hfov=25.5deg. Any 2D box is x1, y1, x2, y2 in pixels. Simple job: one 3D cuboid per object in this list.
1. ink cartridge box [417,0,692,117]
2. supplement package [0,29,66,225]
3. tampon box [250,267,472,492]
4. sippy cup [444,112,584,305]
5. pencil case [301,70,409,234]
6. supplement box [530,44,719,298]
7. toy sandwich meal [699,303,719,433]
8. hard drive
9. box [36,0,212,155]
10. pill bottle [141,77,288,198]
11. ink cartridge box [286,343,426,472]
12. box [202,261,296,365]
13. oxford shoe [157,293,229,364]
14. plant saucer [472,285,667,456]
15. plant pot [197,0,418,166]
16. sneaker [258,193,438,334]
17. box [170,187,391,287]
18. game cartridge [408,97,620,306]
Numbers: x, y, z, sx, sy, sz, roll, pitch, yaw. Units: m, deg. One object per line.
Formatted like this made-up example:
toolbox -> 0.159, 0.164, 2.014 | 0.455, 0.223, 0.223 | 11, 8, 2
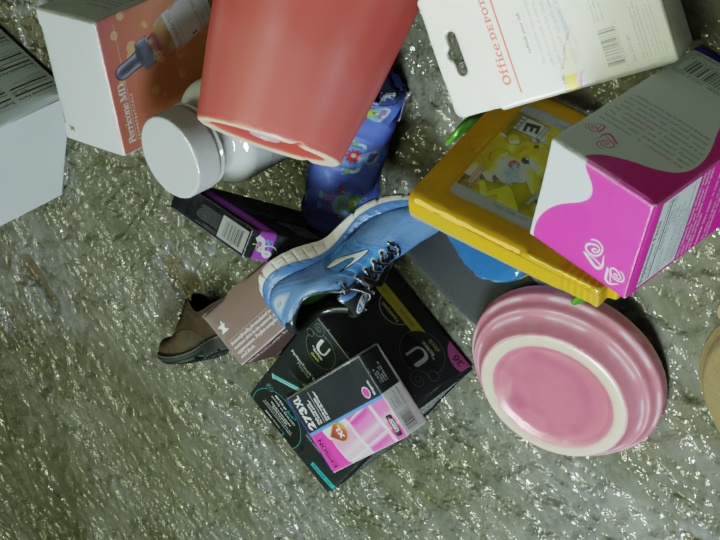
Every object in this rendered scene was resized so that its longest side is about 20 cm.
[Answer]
ink cartridge box -> 0.160, -0.209, 1.321 | 0.199, 0.068, 0.117 | -13, 106, 26
supplement package -> -0.506, -0.196, 2.108 | 0.200, 0.147, 0.192 | 42, 141, 21
tampon box -> -0.001, 0.122, 1.758 | 0.150, 0.126, 0.200 | 51, 142, 9
sippy cup -> 0.152, -0.056, 1.449 | 0.177, 0.130, 0.140 | 27, 134, 35
pencil case -> -0.007, -0.128, 1.631 | 0.078, 0.086, 0.201 | -95, 14, -44
supplement box -> 0.240, -0.082, 1.266 | 0.101, 0.200, 0.104 | 37, 139, 27
toy sandwich meal -> 0.376, 0.097, 1.353 | 0.205, 0.070, 0.206 | 28, 137, 30
hard drive -> 0.127, -0.005, 1.587 | 0.200, 0.042, 0.135 | 44, 141, 20
box -> -0.223, -0.236, 1.703 | 0.106, 0.200, 0.153 | 19, 129, 41
pill bottle -> -0.122, -0.155, 1.642 | 0.114, 0.200, 0.115 | 29, 135, 34
ink cartridge box -> -0.016, 0.151, 1.663 | 0.095, 0.037, 0.200 | 57, 145, 1
box -> -0.084, 0.039, 1.726 | 0.100, 0.200, 0.075 | -41, 81, 12
oxford shoe -> -0.201, 0.072, 2.021 | 0.200, 0.072, 0.085 | -21, 82, 52
plant saucer -> 0.195, 0.108, 1.537 | 0.200, 0.051, 0.201 | 19, 135, 20
plant pot -> -0.060, -0.202, 1.476 | 0.200, 0.200, 0.178 | 17, 88, 42
sneaker -> 0.000, 0.000, 1.565 | 0.079, 0.199, 0.089 | 44, -162, -55
box -> -0.082, -0.037, 1.669 | 0.143, 0.199, 0.036 | 33, 105, 45
game cartridge -> 0.170, -0.069, 1.359 | 0.199, 0.176, 0.033 | 26, 145, 25
